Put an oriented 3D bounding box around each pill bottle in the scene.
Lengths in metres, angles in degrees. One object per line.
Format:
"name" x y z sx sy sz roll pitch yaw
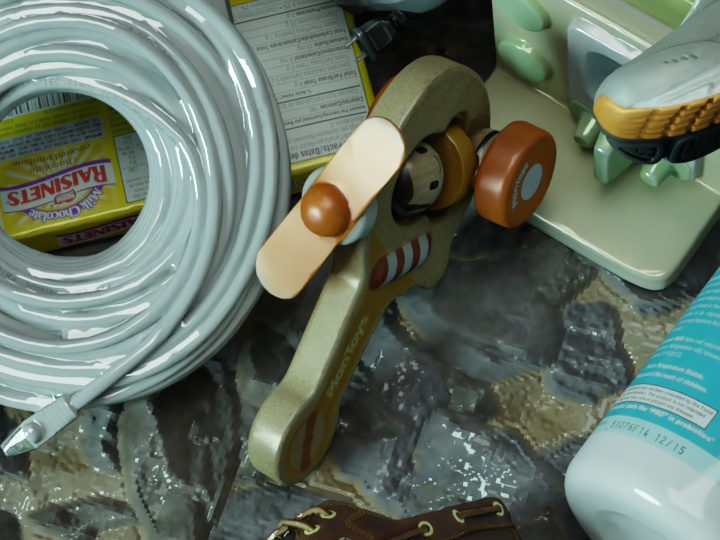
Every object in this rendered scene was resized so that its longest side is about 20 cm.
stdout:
"pill bottle" 0.184 0.048 1.272 0.111 0.111 0.200 33 72 18

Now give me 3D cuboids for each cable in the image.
"cable" -0.129 -0.039 1.318 0.199 0.069 0.201 -25 95 -1

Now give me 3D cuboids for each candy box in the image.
"candy box" -0.093 -0.071 1.398 0.199 0.026 0.103 -13 65 -1

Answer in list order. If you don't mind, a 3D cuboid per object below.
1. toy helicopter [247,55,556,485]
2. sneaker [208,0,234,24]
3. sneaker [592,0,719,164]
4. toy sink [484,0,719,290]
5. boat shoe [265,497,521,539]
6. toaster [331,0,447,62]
"toy helicopter" 0.000 0.000 1.301 0.079 0.132 0.201 26 93 24
"sneaker" -0.133 -0.178 1.345 0.115 0.201 0.074 -12 25 3
"sneaker" 0.166 -0.116 1.255 0.199 0.076 0.092 -27 77 -28
"toy sink" 0.137 -0.117 1.353 0.130 0.112 0.200 31 72 18
"boat shoe" -0.008 0.130 1.229 0.199 0.070 0.071 1 69 -44
"toaster" 0.014 -0.208 1.341 0.129 0.113 0.200 45 72 -24
